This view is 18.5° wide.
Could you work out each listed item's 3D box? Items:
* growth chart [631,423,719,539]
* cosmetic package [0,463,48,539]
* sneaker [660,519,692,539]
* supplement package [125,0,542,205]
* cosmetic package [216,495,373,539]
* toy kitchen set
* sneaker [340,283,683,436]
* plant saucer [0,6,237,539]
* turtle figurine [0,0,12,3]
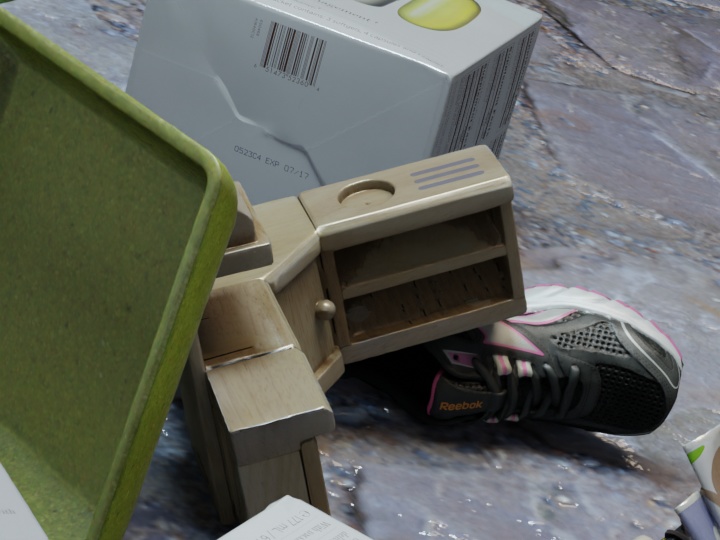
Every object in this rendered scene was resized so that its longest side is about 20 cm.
[{"bbox_3d":[0.204,0.103,0.954,0.200,0.018,0.145,-40,89,-24],"label":"growth chart"},{"bbox_3d":[-0.203,0.081,0.844,0.101,0.072,0.200,2,26,-31],"label":"cosmetic package"},{"bbox_3d":[0.158,0.121,0.980,0.199,0.107,0.075,-2,28,-41],"label":"sneaker"},{"bbox_3d":[-0.018,-0.105,1.352,0.190,0.148,0.200,22,22,12],"label":"supplement package"},{"bbox_3d":[0.022,0.170,0.787,0.199,0.082,0.113,24,20,19],"label":"cosmetic package"},{"bbox_3d":[0.000,0.000,0.993,0.179,0.164,0.200,-15,29,-9],"label":"toy kitchen set"},{"bbox_3d":[0.064,0.054,1.146,0.199,0.081,0.086,12,32,8],"label":"sneaker"},{"bbox_3d":[-0.131,0.007,0.913,0.048,0.201,0.200,1,26,-47],"label":"plant saucer"},{"bbox_3d":[-0.230,-0.166,1.247,0.200,0.144,0.194,33,3,-45],"label":"turtle figurine"}]
